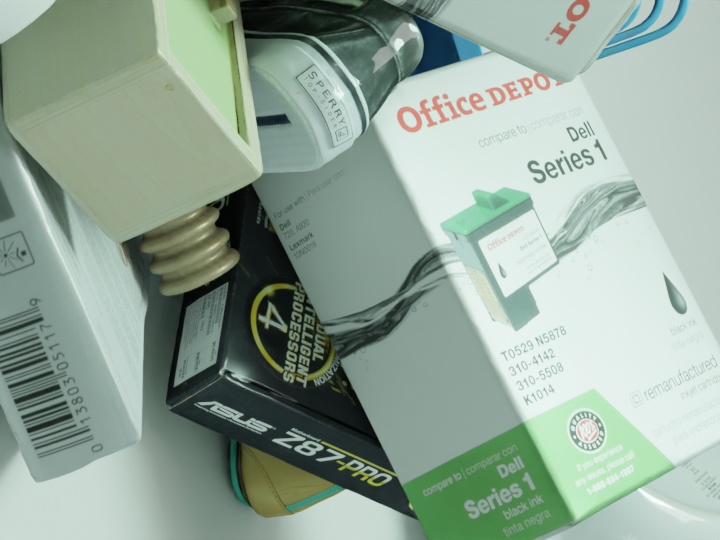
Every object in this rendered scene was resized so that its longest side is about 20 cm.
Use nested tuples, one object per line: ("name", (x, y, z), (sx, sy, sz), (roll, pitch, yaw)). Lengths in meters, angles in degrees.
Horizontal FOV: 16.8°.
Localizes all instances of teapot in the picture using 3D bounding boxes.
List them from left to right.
("teapot", (0.116, 0.134, 1.373), (0.200, 0.146, 0.197), (22, 26, -28))

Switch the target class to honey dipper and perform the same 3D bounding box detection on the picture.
("honey dipper", (-0.107, -0.086, 1.001), (0.200, 0.038, 0.038), (65, 20, -12))

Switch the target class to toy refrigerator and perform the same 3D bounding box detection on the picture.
("toy refrigerator", (-0.087, -0.115, 0.914), (0.076, 0.070, 0.200), (51, 21, -44))

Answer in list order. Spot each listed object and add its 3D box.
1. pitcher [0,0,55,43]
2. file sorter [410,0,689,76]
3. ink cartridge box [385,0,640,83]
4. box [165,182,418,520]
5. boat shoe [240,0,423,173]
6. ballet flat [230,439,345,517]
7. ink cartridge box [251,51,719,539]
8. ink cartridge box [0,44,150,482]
("pitcher", (-0.183, -0.139, 0.766), (0.200, 0.121, 0.172), (45, 55, -39))
("file sorter", (0.074, -0.170, 1.248), (0.200, 0.123, 0.139), (-138, -151, -80))
("ink cartridge box", (0.035, -0.175, 0.904), (0.200, 0.144, 0.084), (22, 24, -37))
("box", (0.000, 0.000, 1.104), (0.161, 0.049, 0.200), (29, 51, -29))
("boat shoe", (-0.034, -0.078, 0.991), (0.200, 0.071, 0.072), (16, -44, 61))
("ballet flat", (-0.030, 0.019, 1.147), (0.069, 0.063, 0.200), (47, 34, -61))
("ink cartridge box", (0.062, 0.010, 1.057), (0.146, 0.084, 0.200), (-22, 83, -46))
("ink cartridge box", (-0.131, -0.031, 0.950), (0.200, 0.057, 0.163), (-114, -177, -71))
